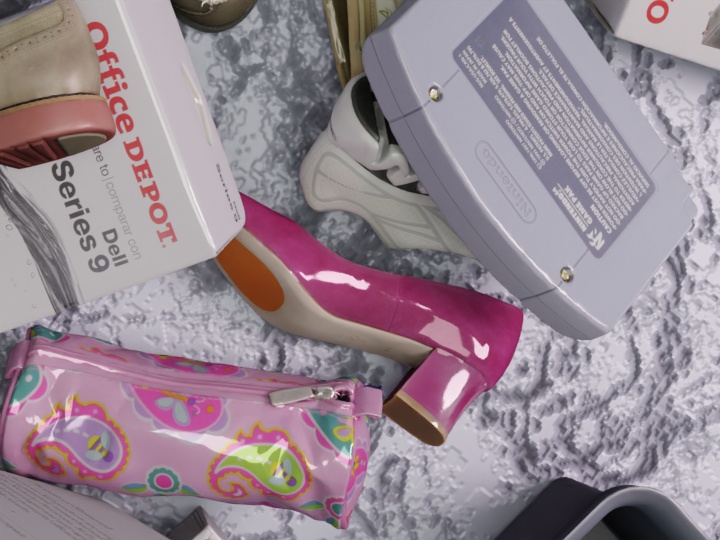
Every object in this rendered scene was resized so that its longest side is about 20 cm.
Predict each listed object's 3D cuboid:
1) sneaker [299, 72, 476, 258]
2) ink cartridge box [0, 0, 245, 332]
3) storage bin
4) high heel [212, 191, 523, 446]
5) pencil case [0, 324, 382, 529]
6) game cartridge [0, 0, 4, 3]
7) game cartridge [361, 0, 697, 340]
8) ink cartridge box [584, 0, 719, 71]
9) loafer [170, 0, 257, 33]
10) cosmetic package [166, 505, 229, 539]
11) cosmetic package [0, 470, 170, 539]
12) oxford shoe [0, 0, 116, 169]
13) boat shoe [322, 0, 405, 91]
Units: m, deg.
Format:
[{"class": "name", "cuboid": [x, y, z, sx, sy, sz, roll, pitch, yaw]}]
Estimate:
[{"class": "sneaker", "cuboid": [0.057, -0.039, 1.048, 0.199, 0.076, 0.081, 23, 130, -25]}, {"class": "ink cartridge box", "cuboid": [-0.177, -0.051, 0.957, 0.198, 0.084, 0.147, -19, 100, 10]}, {"class": "storage bin", "cuboid": [0.159, 0.200, 1.058, 0.145, 0.134, 0.200, -44, 103, -4]}, {"class": "high heel", "cuboid": [0.000, 0.000, 1.048, 0.200, 0.067, 0.096, 39, 63, -2]}, {"class": "pencil case", "cuboid": [-0.090, 0.081, 1.003, 0.198, 0.087, 0.088, 9, 95, 0]}, {"class": "game cartridge", "cuboid": [-0.203, -0.192, 0.917, 0.199, 0.040, 0.134, -34, 88, -17]}, {"class": "game cartridge", "cuboid": [0.089, -0.069, 0.997, 0.133, 0.041, 0.201, -45, 105, -30]}, {"class": "ink cartridge box", "cuboid": [0.242, -0.176, 1.038, 0.198, 0.083, 0.148, 15, 113, -13]}, {"class": "loafer", "cuboid": [-0.124, -0.207, 0.985, 0.200, 0.070, 0.075, 41, 87, -13]}, {"class": "cosmetic package", "cuboid": [-0.055, 0.237, 1.061, 0.082, 0.051, 0.200, -40, 102, -4]}, {"class": "cosmetic package", "cuboid": [-0.180, 0.191, 0.895, 0.199, 0.166, 0.169, 24, 88, -44]}, {"class": "oxford shoe", "cuboid": [-0.213, -0.078, 0.885, 0.198, 0.070, 0.076, -10, 85, 6]}, {"class": "boat shoe", "cuboid": [-0.010, -0.188, 1.009, 0.062, 0.073, 0.201, -24, 101, -11]}]
